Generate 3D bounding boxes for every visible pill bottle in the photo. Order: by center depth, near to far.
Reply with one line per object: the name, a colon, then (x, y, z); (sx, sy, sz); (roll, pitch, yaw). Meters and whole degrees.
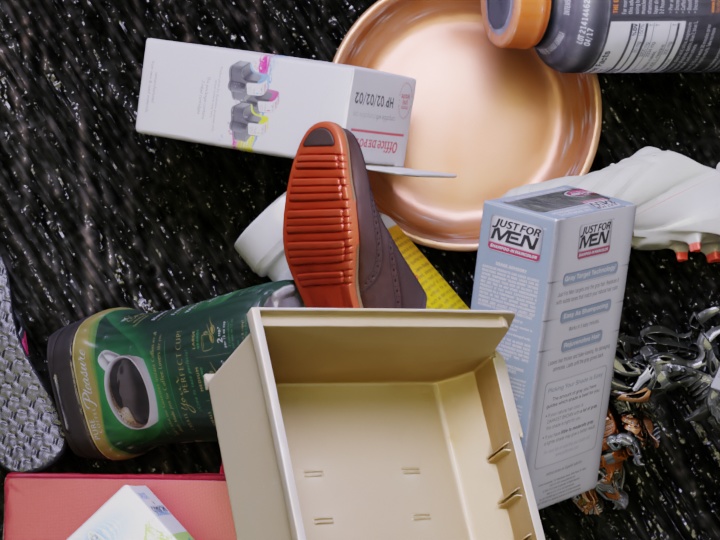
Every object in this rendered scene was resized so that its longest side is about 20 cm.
pill bottle: (0.007, 0.032, 1.499); (0.113, 0.113, 0.200); (-41, 85, -4)
pill bottle: (0.185, -0.190, 1.500); (0.199, 0.106, 0.107); (-2, 83, -19)

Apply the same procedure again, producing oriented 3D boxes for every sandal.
sandal: (-0.266, 0.056, 1.527); (0.075, 0.045, 0.201); (-23, 79, -9)

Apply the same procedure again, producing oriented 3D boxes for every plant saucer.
plant saucer: (0.073, -0.112, 1.553); (0.199, 0.037, 0.202); (0, 84, 0)

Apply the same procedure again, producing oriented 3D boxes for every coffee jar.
coffee jar: (-0.119, 0.070, 1.467); (0.199, 0.085, 0.105); (-9, 98, 33)

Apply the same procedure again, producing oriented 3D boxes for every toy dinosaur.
toy dinosaur: (0.183, 0.073, 1.490); (0.135, 0.201, 0.102); (-1, 39, 3)

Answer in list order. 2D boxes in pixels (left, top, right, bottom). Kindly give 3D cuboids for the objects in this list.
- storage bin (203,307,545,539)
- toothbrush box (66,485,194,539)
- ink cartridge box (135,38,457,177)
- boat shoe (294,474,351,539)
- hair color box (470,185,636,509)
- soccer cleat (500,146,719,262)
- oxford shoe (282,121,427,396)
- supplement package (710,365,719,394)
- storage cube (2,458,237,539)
storage bin: (0.024, 0.133, 1.285); (0.197, 0.094, 0.201); (1, 63, -29)
toothbrush box: (-0.124, 0.252, 1.317); (0.146, 0.086, 0.200); (-42, 83, -3)
ink cartridge box: (-0.038, -0.110, 1.477); (0.199, 0.115, 0.068); (11, 96, 22)
boat shoe: (0.000, 0.144, 1.387); (0.074, 0.200, 0.067); (-15, 86, 29)
hair color box: (0.119, 0.051, 1.423); (0.060, 0.099, 0.201); (17, 108, 35)
soccer cleat: (0.183, -0.050, 1.518); (0.199, 0.069, 0.078); (3, 73, -22)
oxford shoe: (0.000, 0.000, 1.407); (0.072, 0.071, 0.202); (-14, 103, -37)
supplement package: (0.364, 0.054, 1.452); (0.199, 0.111, 0.157); (27, 83, -33)
storage cube: (-0.140, 0.222, 1.449); (0.178, 0.171, 0.202); (0, 84, 1)
